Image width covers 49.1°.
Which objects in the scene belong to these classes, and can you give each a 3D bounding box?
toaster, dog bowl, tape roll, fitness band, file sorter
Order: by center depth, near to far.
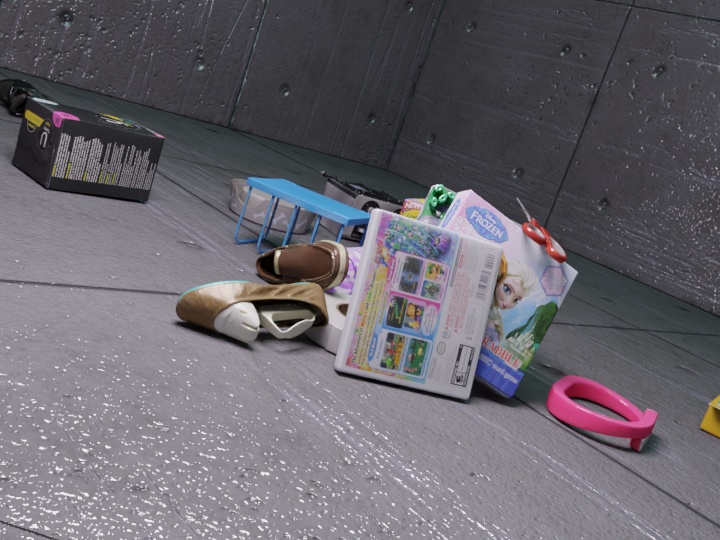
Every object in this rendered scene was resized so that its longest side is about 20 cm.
[{"bbox_3d":[0.010,0.083,1.087,0.202,0.037,0.203,19,11,-4],"label":"tape roll"},{"bbox_3d":[0.340,0.195,1.109,0.143,0.038,0.200,25,12,24],"label":"fitness band"},{"bbox_3d":[-0.101,-0.073,1.398,0.199,0.123,0.139,23,13,17],"label":"file sorter"},{"bbox_3d":[-0.190,-0.137,1.694,0.199,0.059,0.200,19,11,-4],"label":"dog bowl"},{"bbox_3d":[0.005,-0.139,1.867,0.180,0.119,0.200,12,14,-33],"label":"toaster"}]

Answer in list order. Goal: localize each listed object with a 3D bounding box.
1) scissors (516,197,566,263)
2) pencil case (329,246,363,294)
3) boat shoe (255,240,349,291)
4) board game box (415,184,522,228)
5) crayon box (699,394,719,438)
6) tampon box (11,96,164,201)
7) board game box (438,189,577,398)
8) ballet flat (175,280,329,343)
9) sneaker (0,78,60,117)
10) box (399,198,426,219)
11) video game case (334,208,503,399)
[{"bbox_3d":[0.249,-0.058,1.105,0.073,0.014,0.200,36,17,-5],"label":"scissors"},{"bbox_3d":[0.000,0.000,1.316,0.085,0.084,0.200,-12,0,24],"label":"pencil case"},{"bbox_3d":[-0.094,-0.005,1.172,0.075,0.075,0.202,3,-6,-33],"label":"boat shoe"},{"bbox_3d":[0.152,0.005,1.105,0.199,0.201,0.026,26,-10,1],"label":"board game box"},{"bbox_3d":[0.633,0.253,1.280,0.125,0.052,0.200,27,13,31],"label":"crayon box"},{"bbox_3d":[-0.484,-0.214,1.405,0.150,0.127,0.199,28,15,38],"label":"tampon box"},{"bbox_3d":[0.164,0.032,1.043,0.200,0.200,0.041,34,-12,-17],"label":"board game box"},{"bbox_3d":[-0.119,0.053,0.947,0.199,0.068,0.072,1,41,-39],"label":"ballet flat"},{"bbox_3d":[-0.825,-0.419,1.899,0.199,0.077,0.114,29,8,16],"label":"sneaker"},{"bbox_3d":[0.142,0.012,1.234,0.199,0.194,0.122,23,12,17],"label":"box"},{"bbox_3d":[0.075,0.044,0.976,0.181,0.201,0.024,15,-4,-19],"label":"video game case"}]
